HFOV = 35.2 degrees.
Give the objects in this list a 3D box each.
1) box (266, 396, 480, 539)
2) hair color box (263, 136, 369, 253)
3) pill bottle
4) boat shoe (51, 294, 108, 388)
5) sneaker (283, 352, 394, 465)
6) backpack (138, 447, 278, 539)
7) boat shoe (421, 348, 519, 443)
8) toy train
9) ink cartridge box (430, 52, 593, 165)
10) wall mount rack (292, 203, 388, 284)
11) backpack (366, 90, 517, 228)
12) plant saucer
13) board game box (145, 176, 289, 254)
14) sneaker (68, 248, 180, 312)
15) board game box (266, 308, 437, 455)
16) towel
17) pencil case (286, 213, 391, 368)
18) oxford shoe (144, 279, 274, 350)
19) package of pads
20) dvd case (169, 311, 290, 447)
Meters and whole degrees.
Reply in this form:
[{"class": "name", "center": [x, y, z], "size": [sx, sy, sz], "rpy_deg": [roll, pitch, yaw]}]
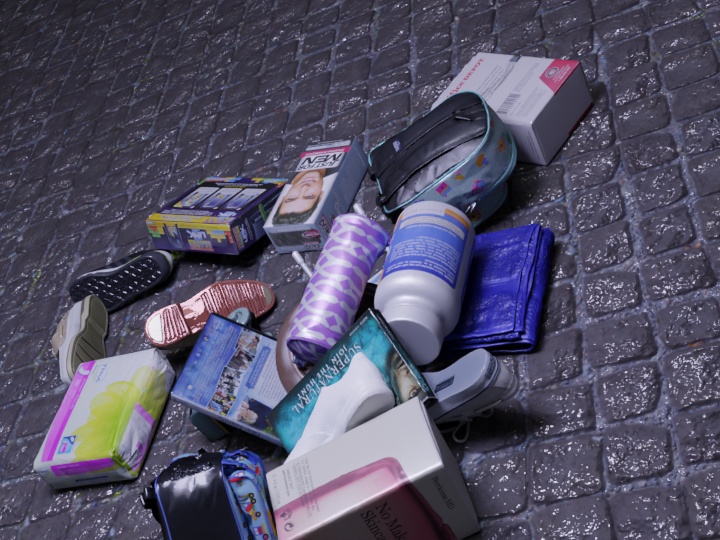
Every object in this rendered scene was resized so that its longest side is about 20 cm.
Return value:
[{"class": "box", "center": [0.013, 0.256, 1.255], "size": [0.198, 0.129, 0.110], "rpy_deg": [-27, 38, 5]}, {"class": "hair color box", "center": [-0.068, -0.121, 1.805], "size": [0.097, 0.061, 0.202], "rpy_deg": [-4, 45, 31]}, {"class": "pill bottle", "center": [0.078, 0.017, 1.436], "size": [0.110, 0.113, 0.202], "rpy_deg": [-9, 40, 26]}, {"class": "boat shoe", "center": [-0.446, 0.123, 1.788], "size": [0.068, 0.075, 0.201], "rpy_deg": [-27, 29, 14]}, {"class": "sneaker", "center": [-0.037, 0.183, 1.317], "size": [0.201, 0.075, 0.089], "rpy_deg": [-51, 42, 20]}, {"class": "backpack", "center": [-0.158, 0.290, 1.295], "size": [0.132, 0.186, 0.200], "rpy_deg": [-17, 2, -3]}, {"class": "boat shoe", "center": [0.119, 0.157, 1.347], "size": [0.201, 0.085, 0.075], "rpy_deg": [-36, 28, 48]}, {"class": "toy train", "center": [-0.181, 0.139, 1.573], "size": [0.113, 0.085, 0.202], "rpy_deg": [-31, 35, 16]}, {"class": "ink cartridge box", "center": [0.228, -0.249, 1.723], "size": [0.198, 0.085, 0.145], "rpy_deg": [15, 56, 43]}, {"class": "wall mount rack", "center": [0.000, 0.000, 1.603], "size": [0.199, 0.075, 0.174], "rpy_deg": [-37, 39, -9]}, {"class": "backpack", "center": [0.128, -0.147, 1.611], "size": [0.200, 0.153, 0.177], "rpy_deg": [-42, 32, 20]}, {"class": "plant saucer", "center": [-0.016, 0.097, 1.471], "size": [0.196, 0.032, 0.204], "rpy_deg": [-4, 61, 6]}, {"class": "board game box", "center": [-0.224, -0.092, 1.852], "size": [0.197, 0.058, 0.165], "rpy_deg": [5, 34, 39]}, {"class": "sneaker", "center": [-0.387, 0.014, 1.888], "size": [0.197, 0.073, 0.083], "rpy_deg": [-17, 14, 17]}, {"class": "board game box", "center": [-0.013, 0.163, 1.352], "size": [0.200, 0.028, 0.136], "rpy_deg": [-47, 61, 20]}, {"class": "towel", "center": [0.172, 0.023, 1.480], "size": [0.145, 0.050, 0.202], "rpy_deg": [-7, 43, 27]}, {"class": "pencil case", "center": [-0.026, 0.027, 1.445], "size": [0.084, 0.085, 0.203], "rpy_deg": [-26, 40, 61]}, {"class": "oxford shoe", "center": [-0.224, 0.067, 1.691], "size": [0.196, 0.074, 0.072], "rpy_deg": [-15, 73, -10]}, {"class": "package of pads", "center": [-0.360, 0.209, 1.623], "size": [0.152, 0.069, 0.202], "rpy_deg": [-12, 41, 24]}, {"class": "dvd case", "center": [-0.131, 0.146, 1.474], "size": [0.197, 0.018, 0.144], "rpy_deg": [22, 50, 1]}]
